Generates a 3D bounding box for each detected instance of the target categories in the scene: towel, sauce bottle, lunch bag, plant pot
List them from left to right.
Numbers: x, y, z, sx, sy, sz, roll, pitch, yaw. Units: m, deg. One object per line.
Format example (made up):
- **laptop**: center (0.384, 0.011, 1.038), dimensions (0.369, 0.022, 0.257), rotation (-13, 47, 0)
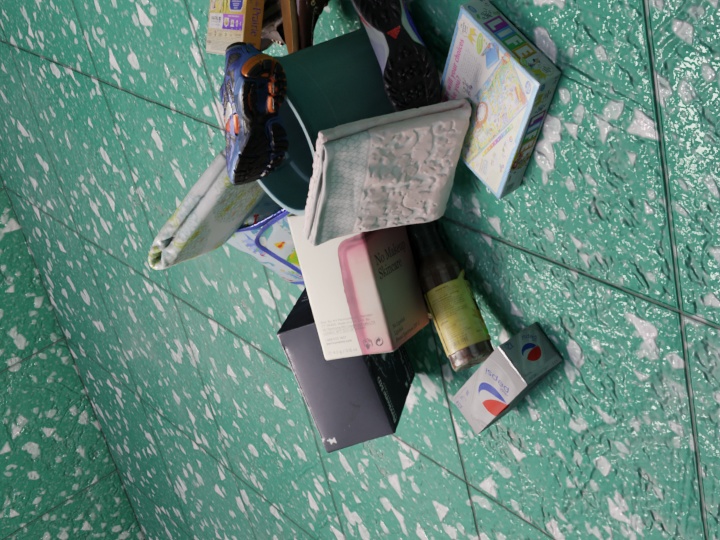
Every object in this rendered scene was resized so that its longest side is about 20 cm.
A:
- **towel**: center (-0.194, -0.092, 1.722), dimensions (0.048, 0.171, 0.200), rotation (43, 111, 10)
- **lunch bag**: center (-0.087, -0.061, 1.848), dimensions (0.169, 0.129, 0.199), rotation (33, 155, -35)
- **plant pot**: center (-0.035, -0.201, 1.583), dimensions (0.200, 0.195, 0.202), rotation (41, 148, 34)
- **towel**: center (0.030, -0.111, 1.492), dimensions (0.201, 0.189, 0.032), rotation (102, 149, -55)
- **sauce bottle**: center (0.116, 0.029, 1.672), dimensions (0.202, 0.064, 0.065), rotation (70, 156, 11)

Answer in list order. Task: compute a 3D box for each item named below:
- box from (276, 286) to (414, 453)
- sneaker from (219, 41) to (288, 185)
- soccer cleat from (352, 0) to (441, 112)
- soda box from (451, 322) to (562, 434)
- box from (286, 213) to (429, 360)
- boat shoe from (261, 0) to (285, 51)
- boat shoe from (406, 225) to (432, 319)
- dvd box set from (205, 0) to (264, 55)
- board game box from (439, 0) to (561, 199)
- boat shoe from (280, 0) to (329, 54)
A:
- **box**: center (-0.016, 0.125, 1.864), dimensions (0.116, 0.200, 0.199), rotation (-17, 107, 18)
- **sneaker**: center (-0.129, -0.184, 1.484), dimensions (0.079, 0.075, 0.201), rotation (53, 147, 34)
- **soccer cleat**: center (0.047, -0.263, 1.509), dimensions (0.202, 0.068, 0.073), rotation (67, -170, 4)
- **soda box**: center (0.191, 0.146, 1.676), dimensions (0.064, 0.068, 0.200), rotation (53, 153, 13)
- **box**: center (0.000, 0.000, 1.667), dimensions (0.108, 0.128, 0.202), rotation (-9, 101, 28)
- **boat shoe**: center (-0.112, -0.340, 1.724), dimensions (0.074, 0.074, 0.200), rotation (58, 155, 5)
- **boat shoe**: center (0.050, -0.013, 1.766), dimensions (0.201, 0.075, 0.074), rotation (56, 157, 11)
- **dvd box set**: center (-0.164, -0.389, 1.698), dimensions (0.146, 0.029, 0.203), rotation (22, 108, 62)
- **board game box**: center (0.149, -0.194, 1.443), dimensions (0.135, 0.034, 0.201), rotation (49, 152, 22)
- **boat shoe**: center (-0.069, -0.360, 1.601), dimensions (0.071, 0.069, 0.202), rotation (-121, 24, -59)
